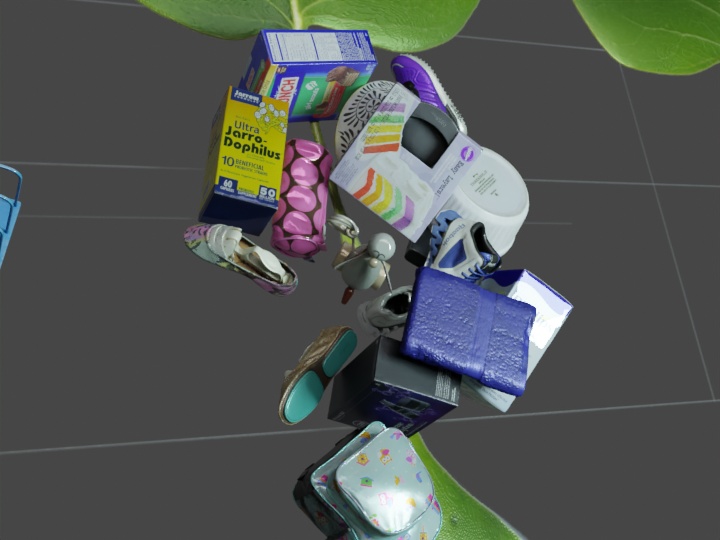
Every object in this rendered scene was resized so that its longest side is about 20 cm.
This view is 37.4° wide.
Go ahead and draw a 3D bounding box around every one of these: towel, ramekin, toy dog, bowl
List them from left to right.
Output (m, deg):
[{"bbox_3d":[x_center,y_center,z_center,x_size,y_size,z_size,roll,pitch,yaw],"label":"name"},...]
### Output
[{"bbox_3d":[0.000,0.000,1.707,0.130,0.200,0.097,20,75,14],"label":"toy dog"},{"bbox_3d":[0.062,-0.221,1.815,0.199,0.094,0.204,-7,102,-37],"label":"bowl"},{"bbox_3d":[0.157,0.090,1.558,0.198,0.050,0.149,21,61,-11],"label":"towel"},{"bbox_3d":[0.202,-0.125,1.840,0.200,0.094,0.205,17,48,-20],"label":"ramekin"}]

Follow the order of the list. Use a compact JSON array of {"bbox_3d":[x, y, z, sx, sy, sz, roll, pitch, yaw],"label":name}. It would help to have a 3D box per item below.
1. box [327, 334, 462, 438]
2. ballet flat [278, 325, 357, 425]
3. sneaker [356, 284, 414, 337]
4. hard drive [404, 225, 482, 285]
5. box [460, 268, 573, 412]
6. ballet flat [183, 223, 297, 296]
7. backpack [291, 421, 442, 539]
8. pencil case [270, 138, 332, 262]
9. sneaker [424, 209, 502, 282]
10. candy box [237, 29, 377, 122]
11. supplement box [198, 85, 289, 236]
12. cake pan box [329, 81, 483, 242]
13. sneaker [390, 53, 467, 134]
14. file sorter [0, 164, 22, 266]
[{"bbox_3d":[0.050,0.183,1.621,0.139,0.200,0.080,20,60,-13],"label":"box"},{"bbox_3d":[-0.079,0.162,1.658,0.200,0.065,0.071,-47,128,-36],"label":"ballet flat"},{"bbox_3d":[0.092,0.055,1.769,0.198,0.081,0.076,-17,73,-31],"label":"sneaker"},{"bbox_3d":[0.160,-0.063,1.855,0.138,0.033,0.201,29,45,-9],"label":"hard drive"},{"bbox_3d":[0.218,0.107,1.699,0.104,0.184,0.201,36,82,-9],"label":"box"},{"bbox_3d":[-0.184,-0.027,1.687,0.198,0.071,0.070,30,59,-9],"label":"ballet flat"},{"bbox_3d":[0.026,0.344,1.571,0.175,0.153,0.201,-34,90,-37],"label":"backpack"},{"bbox_3d":[-0.093,-0.121,1.762,0.092,0.091,0.203,-3,65,16],"label":"pencil case"},{"bbox_3d":[0.162,0.005,1.709,0.080,0.114,0.203,12,88,-49],"label":"sneaker"},{"bbox_3d":[-0.094,-0.328,1.805,0.197,0.169,0.078,-6,65,-25],"label":"candy box"},{"bbox_3d":[-0.189,-0.177,1.730,0.107,0.110,0.203,13,62,-18],"label":"supplement box"},{"bbox_3d":[0.076,-0.179,1.735,0.183,0.201,0.052,37,13,-7],"label":"cake pan box"},{"bbox_3d":[0.105,-0.303,1.942,0.099,0.070,0.201,-33,83,-29],"label":"sneaker"},{"bbox_3d":[-0.569,-0.053,1.497,0.137,0.123,0.203,17,61,-16],"label":"file sorter"}]
